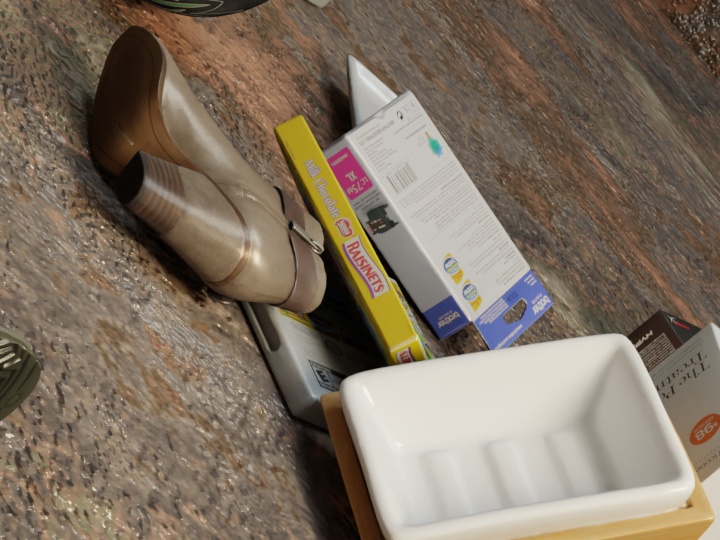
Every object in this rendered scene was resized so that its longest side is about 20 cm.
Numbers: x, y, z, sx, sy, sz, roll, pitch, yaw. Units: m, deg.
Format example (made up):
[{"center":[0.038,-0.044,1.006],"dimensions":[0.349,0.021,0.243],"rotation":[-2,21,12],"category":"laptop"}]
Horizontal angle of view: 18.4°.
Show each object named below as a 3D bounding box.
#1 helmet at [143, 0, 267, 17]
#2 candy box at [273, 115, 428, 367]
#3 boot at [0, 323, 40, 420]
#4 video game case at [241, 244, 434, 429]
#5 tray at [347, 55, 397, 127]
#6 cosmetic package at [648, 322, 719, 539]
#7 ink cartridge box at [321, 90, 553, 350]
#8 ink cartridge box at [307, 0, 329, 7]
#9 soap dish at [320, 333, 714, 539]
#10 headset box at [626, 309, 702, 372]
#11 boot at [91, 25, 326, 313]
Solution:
[{"center":[-0.120,-0.282,1.597],"dimensions":[0.199,0.192,0.200],"rotation":[26,-11,5],"category":"helmet"},{"center":[0.000,0.000,1.440],"dimensions":[0.102,0.026,0.201],"rotation":[71,-7,-54],"category":"candy box"},{"center":[-0.248,-0.022,1.007],"dimensions":[0.182,0.073,0.200],"rotation":[25,23,-55],"category":"boot"},{"center":[-0.008,0.048,1.461],"dimensions":[0.200,0.023,0.183],"rotation":[26,29,-47],"category":"video game case"},{"center":[0.026,-0.094,1.794],"dimensions":[0.107,0.022,0.200],"rotation":[42,20,-23],"category":"tray"},{"center":[0.173,0.143,1.399],"dimensions":[0.052,0.200,0.151],"rotation":[41,19,-22],"category":"cosmetic package"},{"center":[0.058,-0.030,1.673],"dimensions":[0.200,0.042,0.119],"rotation":[54,34,-1],"category":"ink cartridge box"},{"center":[-0.019,-0.342,1.922],"dimensions":[0.146,0.200,0.083],"rotation":[23,31,-52],"category":"ink cartridge box"},{"center":[0.088,0.120,1.301],"dimensions":[0.158,0.199,0.082],"rotation":[-110,-167,-49],"category":"soap dish"},{"center":[0.312,0.144,1.908],"dimensions":[0.148,0.075,0.201],"rotation":[22,32,-54],"category":"headset box"},{"center":[-0.090,-0.056,1.388],"dimensions":[0.146,0.070,0.201],"rotation":[30,32,-30],"category":"boot"}]
